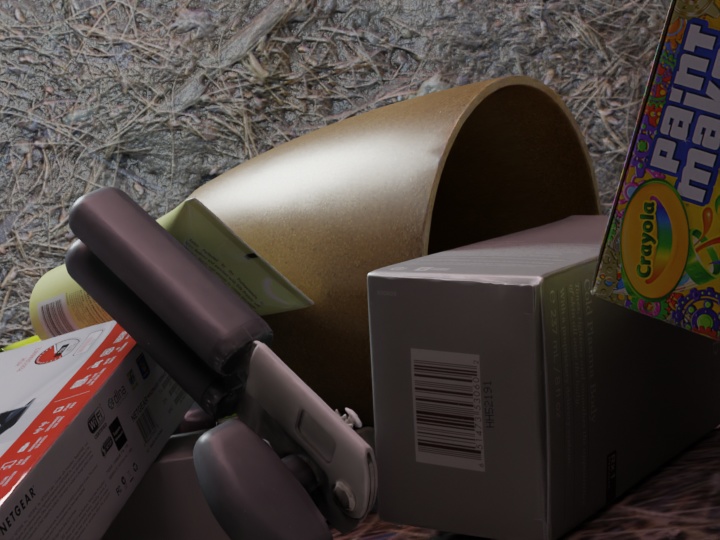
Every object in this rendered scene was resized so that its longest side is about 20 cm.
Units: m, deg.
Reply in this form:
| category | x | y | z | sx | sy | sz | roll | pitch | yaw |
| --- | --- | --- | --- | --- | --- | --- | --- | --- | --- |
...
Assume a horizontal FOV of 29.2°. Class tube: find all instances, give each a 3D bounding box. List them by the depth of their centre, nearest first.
| category | x | y | z | sx | sy | sz | roll | pitch | yaw |
| --- | --- | --- | --- | --- | --- | --- | --- | --- | --- |
| tube | -0.104 | 0.007 | 0.697 | 0.058 | 0.053 | 0.199 | -4 | -7 | -36 |

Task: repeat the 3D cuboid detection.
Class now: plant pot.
| category | x | y | z | sx | sy | sz | roll | pitch | yaw |
| --- | --- | --- | --- | --- | --- | --- | --- | --- | --- |
| plant pot | 0.000 | 0.000 | 0.724 | 0.198 | 0.189 | 0.186 | 0 | 9 | 35 |

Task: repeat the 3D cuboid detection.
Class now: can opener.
| category | x | y | z | sx | sy | sz | roll | pitch | yaw |
| --- | --- | --- | --- | --- | --- | --- | --- | --- | --- |
| can opener | -0.067 | 0.039 | 0.586 | 0.066 | 0.200 | 0.053 | -21 | -36 | -37 |

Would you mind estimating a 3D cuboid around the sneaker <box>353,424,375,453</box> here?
| category | x | y | z | sx | sy | sz | roll | pitch | yaw |
| --- | --- | --- | --- | --- | --- | --- | --- | --- | --- |
| sneaker | 0.012 | 0.061 | 0.834 | 0.074 | 0.086 | 0.200 | -12 | 2 | 4 |

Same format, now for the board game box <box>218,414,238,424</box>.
| category | x | y | z | sx | sy | sz | roll | pitch | yaw |
| --- | --- | --- | --- | --- | --- | --- | --- | --- | --- |
| board game box | -0.016 | 0.055 | 0.951 | 0.198 | 0.103 | 0.048 | -13 | 1 | -11 |

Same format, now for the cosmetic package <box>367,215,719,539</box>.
| category | x | y | z | sx | sy | sz | roll | pitch | yaw |
| --- | --- | --- | --- | --- | --- | --- | --- | --- | --- |
| cosmetic package | 0.089 | 0.038 | 0.606 | 0.089 | 0.108 | 0.199 | 2 | 11 | 36 |

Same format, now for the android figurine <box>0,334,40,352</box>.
| category | x | y | z | sx | sy | sz | roll | pitch | yaw |
| --- | --- | --- | --- | --- | --- | --- | --- | --- | --- |
| android figurine | -0.162 | 0.062 | 0.986 | 0.198 | 0.183 | 0.041 | -18 | 48 | -34 |

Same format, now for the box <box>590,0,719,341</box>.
| category | x | y | z | sx | sy | sz | roll | pitch | yaw |
| --- | --- | --- | --- | --- | --- | --- | --- | --- | --- |
| box | 0.217 | -0.030 | 0.514 | 0.191 | 0.123 | 0.199 | 21 | 16 | 24 |

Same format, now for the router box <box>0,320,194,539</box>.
| category | x | y | z | sx | sy | sz | roll | pitch | yaw |
| --- | --- | --- | --- | --- | --- | --- | --- | --- | --- |
| router box | -0.186 | 0.098 | 0.609 | 0.178 | 0.049 | 0.200 | -16 | 18 | 18 |

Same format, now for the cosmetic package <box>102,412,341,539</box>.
| category | x | y | z | sx | sy | sz | roll | pitch | yaw |
| --- | --- | --- | --- | --- | --- | --- | --- | --- | --- |
| cosmetic package | -0.107 | 0.111 | 0.676 | 0.198 | 0.051 | 0.082 | -12 | 3 | 28 |

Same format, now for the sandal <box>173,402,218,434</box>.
| category | x | y | z | sx | sy | sz | roll | pitch | yaw |
| --- | --- | --- | --- | --- | --- | --- | --- | --- | --- |
| sandal | -0.098 | 0.096 | 0.840 | 0.042 | 0.077 | 0.200 | -10 | 12 | -14 |
